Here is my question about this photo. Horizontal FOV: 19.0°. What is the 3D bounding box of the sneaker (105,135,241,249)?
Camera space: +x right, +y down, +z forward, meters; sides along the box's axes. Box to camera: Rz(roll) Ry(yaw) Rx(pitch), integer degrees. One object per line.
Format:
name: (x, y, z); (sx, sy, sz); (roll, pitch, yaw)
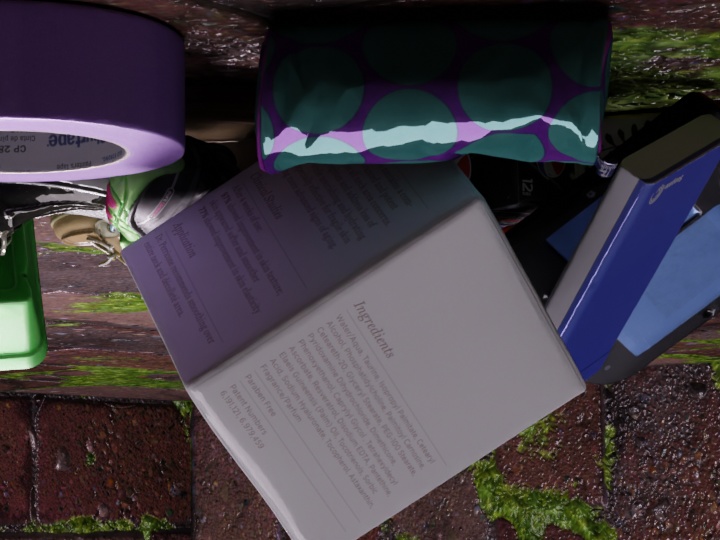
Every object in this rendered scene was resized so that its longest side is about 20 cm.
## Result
sneaker: (-0.114, -0.042, 1.396); (0.083, 0.077, 0.200); (2, 174, 3)

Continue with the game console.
game console: (0.194, -0.015, 1.458); (0.200, 0.031, 0.177); (-38, 136, 14)

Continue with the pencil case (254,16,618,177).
pencil case: (0.041, -0.095, 1.188); (0.198, 0.086, 0.093); (-1, 154, 0)

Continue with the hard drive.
hard drive: (0.160, 0.001, 1.379); (0.025, 0.201, 0.132); (37, -146, 18)

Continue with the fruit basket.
fruit basket: (-0.332, 0.006, 1.551); (0.214, 0.157, 0.216); (-9, 163, -3)

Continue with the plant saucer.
plant saucer: (-0.110, -0.092, 1.416); (0.198, 0.030, 0.200); (-2, 173, 0)

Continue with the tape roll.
tape roll: (-0.198, -0.097, 1.215); (0.198, 0.066, 0.200); (-1, 172, 0)

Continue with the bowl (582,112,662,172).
bowl: (0.210, -0.049, 1.547); (0.199, 0.095, 0.201); (-1, 172, 0)

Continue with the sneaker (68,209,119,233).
sneaker: (-0.135, -0.036, 1.620); (0.199, 0.087, 0.077); (3, 171, -33)

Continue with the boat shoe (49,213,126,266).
boat shoe: (-0.165, -0.031, 1.749); (0.199, 0.063, 0.073); (-4, 173, 27)

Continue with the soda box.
soda box: (0.065, -0.062, 1.505); (0.063, 0.071, 0.199); (4, 171, -38)

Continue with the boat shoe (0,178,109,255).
boat shoe: (-0.254, -0.042, 1.436); (0.198, 0.064, 0.071); (-1, 173, 4)

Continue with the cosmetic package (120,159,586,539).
cosmetic package: (-0.006, 0.029, 1.292); (0.199, 0.167, 0.168); (-32, -146, 0)

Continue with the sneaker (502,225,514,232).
sneaker: (0.081, -0.029, 1.594); (0.073, 0.077, 0.200); (33, -177, -19)
